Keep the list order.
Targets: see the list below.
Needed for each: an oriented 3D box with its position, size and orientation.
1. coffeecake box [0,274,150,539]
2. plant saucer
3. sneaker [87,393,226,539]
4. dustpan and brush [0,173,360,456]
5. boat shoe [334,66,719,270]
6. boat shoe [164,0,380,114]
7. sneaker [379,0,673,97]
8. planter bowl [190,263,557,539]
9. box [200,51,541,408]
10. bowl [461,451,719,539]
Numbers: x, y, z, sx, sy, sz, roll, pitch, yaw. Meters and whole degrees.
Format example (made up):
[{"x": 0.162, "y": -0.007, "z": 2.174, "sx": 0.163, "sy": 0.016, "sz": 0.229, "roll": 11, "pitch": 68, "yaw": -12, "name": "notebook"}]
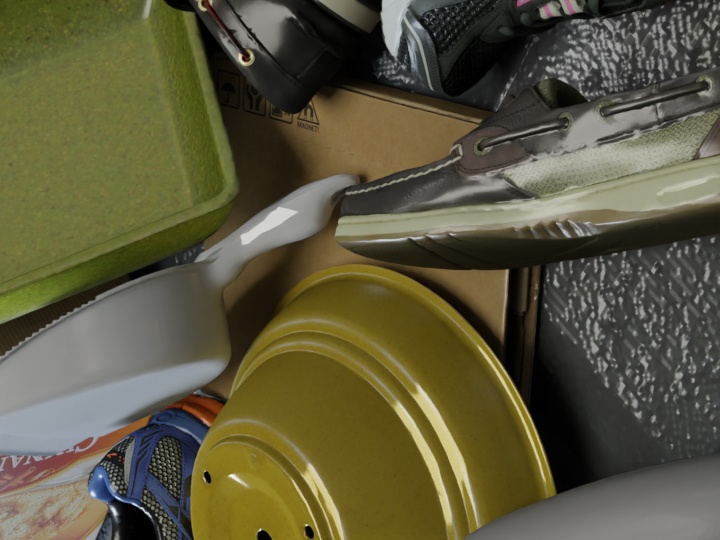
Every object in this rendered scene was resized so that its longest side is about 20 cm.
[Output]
[{"x": -0.194, "y": 0.095, "z": 1.292, "sx": 0.073, "sy": 0.153, "sz": 0.200, "roll": 53, "pitch": 138, "yaw": 27, "name": "coffeecake box"}, {"x": -0.154, "y": -0.050, "z": 1.209, "sx": 0.048, "sy": 0.199, "sz": 0.200, "roll": 63, "pitch": -172, "yaw": -46, "name": "plant saucer"}, {"x": -0.086, "y": 0.161, "z": 1.244, "sx": 0.075, "sy": 0.078, "sz": 0.201, "roll": 0, "pitch": 104, "yaw": 51, "name": "sneaker"}, {"x": -0.082, "y": 0.019, "z": 1.157, "sx": 0.200, "sy": 0.140, "sz": 0.057, "roll": -23, "pitch": 78, "yaw": 15, "name": "dustpan and brush"}, {"x": 0.079, "y": -0.041, "z": 1.028, "sx": 0.200, "sy": 0.072, "sz": 0.066, "roll": -7, "pitch": 77, "yaw": 36, "name": "boat shoe"}, {"x": -0.072, "y": -0.146, "z": 1.170, "sx": 0.063, "sy": 0.074, "sz": 0.201, "roll": -51, "pitch": 56, "yaw": 12, "name": "boat shoe"}, {"x": 0.081, "y": -0.124, "z": 1.012, "sx": 0.086, "sy": 0.080, "sz": 0.200, "roll": 53, "pitch": 138, "yaw": 14, "name": "sneaker"}, {"x": -0.013, "y": 0.103, "z": 1.124, "sx": 0.200, "sy": 0.083, "sz": 0.201, "roll": 21, "pitch": 119, "yaw": 45, "name": "planter bowl"}, {"x": 0.000, "y": 0.000, "z": 1.164, "sx": 0.200, "sy": 0.021, "sz": 0.164, "roll": 18, "pitch": 111, "yaw": 45, "name": "box"}, {"x": 0.113, "y": 0.174, "z": 0.986, "sx": 0.200, "sy": 0.075, "sz": 0.200, "roll": -19, "pitch": 81, "yaw": 31, "name": "bowl"}]
